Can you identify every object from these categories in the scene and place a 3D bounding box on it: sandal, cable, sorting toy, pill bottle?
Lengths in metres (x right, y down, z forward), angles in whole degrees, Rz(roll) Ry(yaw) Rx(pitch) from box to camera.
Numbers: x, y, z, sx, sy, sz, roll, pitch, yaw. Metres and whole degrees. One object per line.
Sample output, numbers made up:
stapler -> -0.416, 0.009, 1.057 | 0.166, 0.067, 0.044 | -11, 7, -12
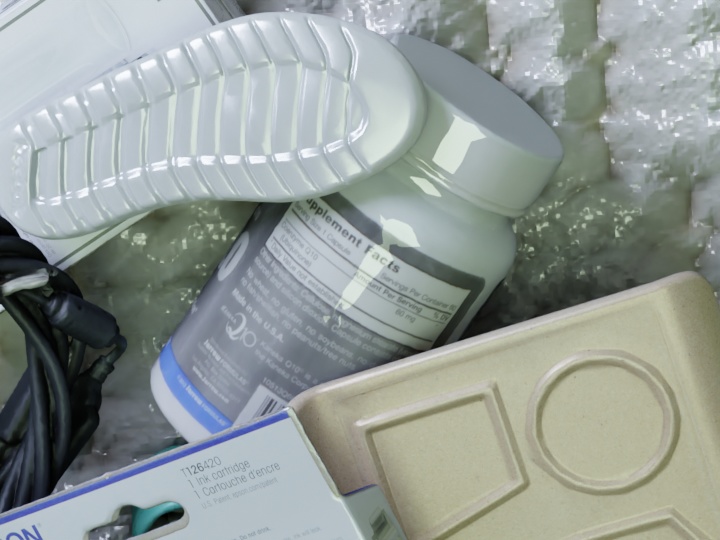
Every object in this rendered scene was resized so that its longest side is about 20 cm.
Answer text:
sandal -> -0.067, -0.066, 1.229 | 0.202, 0.050, 0.083 | -10, 93, 16
cable -> -0.198, 0.074, 1.239 | 0.200, 0.051, 0.163 | -51, 136, -6
sorting toy -> 0.085, 0.111, 1.239 | 0.199, 0.036, 0.186 | -18, 104, 5
pill bottle -> 0.000, 0.000, 1.274 | 0.114, 0.114, 0.200 | 32, 107, -8

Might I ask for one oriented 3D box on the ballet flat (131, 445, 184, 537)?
ballet flat -> -0.069, 0.185, 1.361 | 0.067, 0.070, 0.201 | -15, 108, 7

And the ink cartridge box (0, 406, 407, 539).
ink cartridge box -> -0.058, 0.168, 1.233 | 0.197, 0.047, 0.200 | -21, 101, 26

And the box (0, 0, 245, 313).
box -> -0.143, -0.068, 1.284 | 0.200, 0.060, 0.117 | -34, 104, 12
